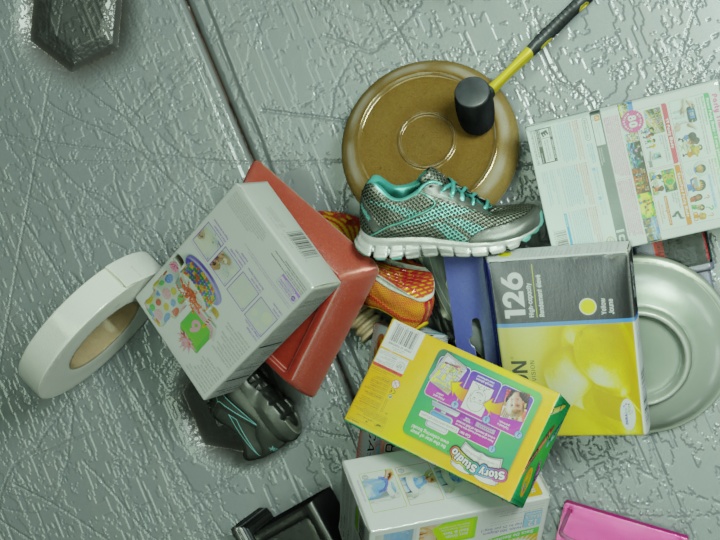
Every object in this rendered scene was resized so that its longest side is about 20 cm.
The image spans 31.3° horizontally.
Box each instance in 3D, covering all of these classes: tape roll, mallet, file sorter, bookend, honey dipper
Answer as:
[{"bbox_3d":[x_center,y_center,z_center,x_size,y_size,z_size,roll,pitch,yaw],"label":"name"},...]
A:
[{"bbox_3d":[-0.301,0.062,1.457,0.037,0.203,0.203,43,103,9],"label":"tape roll"},{"bbox_3d":[0.172,-0.230,1.352,0.041,0.066,0.200,41,88,23],"label":"mallet"},{"bbox_3d":[0.255,0.373,1.367,0.138,0.125,0.201,15,98,14],"label":"file sorter"},{"bbox_3d":[-0.006,0.326,1.452,0.199,0.092,0.199,-30,86,14],"label":"bookend"},{"bbox_3d":[-0.044,-0.006,1.471,0.038,0.038,0.200,-41,79,14],"label":"honey dipper"}]

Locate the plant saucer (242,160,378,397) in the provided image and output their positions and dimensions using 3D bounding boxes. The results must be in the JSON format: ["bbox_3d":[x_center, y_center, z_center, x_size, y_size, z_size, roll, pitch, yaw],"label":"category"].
[{"bbox_3d":[-0.095,0.015,1.429,0.200,0.037,0.200,42,125,22],"label":"plant saucer"}]

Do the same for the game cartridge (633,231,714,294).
[{"bbox_3d":[0.300,-0.056,1.372,0.129,0.038,0.201,-12,91,20],"label":"game cartridge"}]

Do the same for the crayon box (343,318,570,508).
[{"bbox_3d":[0.098,0.145,1.312,0.199,0.058,0.119,24,83,23],"label":"crayon box"}]

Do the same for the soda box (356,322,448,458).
[{"bbox_3d":[0.043,0.162,1.429,0.068,0.064,0.201,4,98,-24],"label":"soda box"}]

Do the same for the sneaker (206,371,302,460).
[{"bbox_3d":[-0.154,0.131,1.488,0.079,0.075,0.200,-38,84,17],"label":"sneaker"}]

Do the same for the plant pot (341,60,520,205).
[{"bbox_3d":[0.074,-0.139,1.401,0.199,0.027,0.201,-2,78,11],"label":"plant pot"}]

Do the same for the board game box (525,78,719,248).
[{"bbox_3d":[0.285,-0.102,1.325,0.199,0.064,0.148,-12,92,17],"label":"board game box"}]

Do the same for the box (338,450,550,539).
[{"bbox_3d":[0.086,0.256,1.356,0.199,0.102,0.113,-9,130,-15],"label":"box"}]

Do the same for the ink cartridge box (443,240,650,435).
[{"bbox_3d":[0.190,0.075,1.332,0.199,0.047,0.199,-5,106,18],"label":"ink cartridge box"}]

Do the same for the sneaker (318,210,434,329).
[{"bbox_3d":[0.000,0.000,1.420,0.200,0.073,0.077,41,138,34],"label":"sneaker"}]

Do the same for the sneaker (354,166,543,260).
[{"bbox_3d":[0.089,-0.063,1.330,0.199,0.078,0.092,-4,111,5],"label":"sneaker"}]

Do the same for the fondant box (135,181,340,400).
[{"bbox_3d":[-0.136,0.022,1.387,0.200,0.058,0.145,-44,73,27],"label":"fondant box"}]

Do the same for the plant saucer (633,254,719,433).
[{"bbox_3d":[0.294,0.085,1.355,0.199,0.050,0.201,4,106,12],"label":"plant saucer"}]

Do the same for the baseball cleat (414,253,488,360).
[{"bbox_3d":[0.118,0.000,1.406,0.106,0.070,0.200,-35,85,15],"label":"baseball cleat"}]
